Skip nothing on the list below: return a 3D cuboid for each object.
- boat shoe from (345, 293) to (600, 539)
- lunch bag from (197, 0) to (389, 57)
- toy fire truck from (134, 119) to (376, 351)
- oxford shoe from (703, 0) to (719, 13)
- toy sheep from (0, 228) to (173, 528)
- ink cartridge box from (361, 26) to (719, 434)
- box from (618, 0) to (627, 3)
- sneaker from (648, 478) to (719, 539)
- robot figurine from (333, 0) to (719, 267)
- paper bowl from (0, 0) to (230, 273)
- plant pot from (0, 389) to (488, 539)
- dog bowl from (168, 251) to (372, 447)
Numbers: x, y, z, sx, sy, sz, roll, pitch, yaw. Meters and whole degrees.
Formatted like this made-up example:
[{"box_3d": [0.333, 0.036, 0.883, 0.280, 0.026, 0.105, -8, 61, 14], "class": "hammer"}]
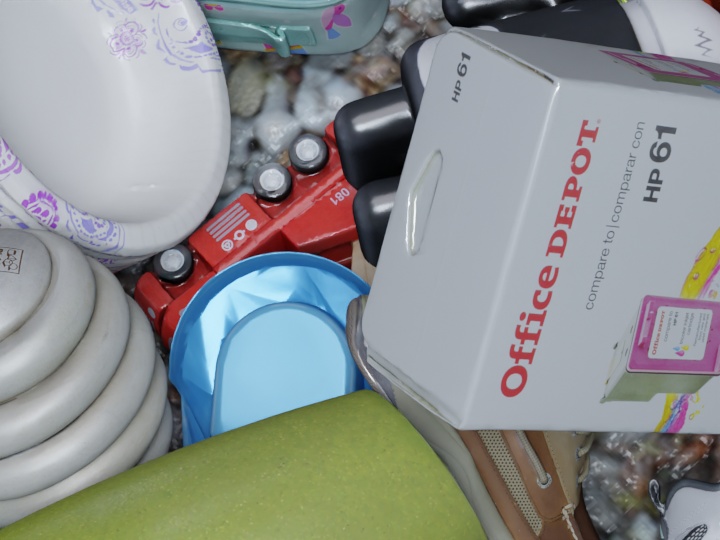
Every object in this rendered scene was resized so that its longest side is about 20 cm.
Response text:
[{"box_3d": [0.073, 0.080, 0.920, 0.072, 0.201, 0.076, -35, 20, 6], "class": "boat shoe"}, {"box_3d": [-0.071, -0.198, 1.132, 0.198, 0.077, 0.162, 5, 63, 12], "class": "lunch bag"}, {"box_3d": [0.000, 0.000, 1.038, 0.200, 0.049, 0.141, -40, 66, -11], "class": "toy fire truck"}, {"box_3d": [0.205, -0.136, 0.982, 0.072, 0.072, 0.200, -18, 36, -7], "class": "oxford shoe"}, {"box_3d": [-0.154, 0.048, 0.911, 0.137, 0.201, 0.139, -13, 46, 14], "class": "toy sheep"}, {"box_3d": [0.115, -0.012, 0.845, 0.198, 0.146, 0.085, 4, 19, -31], "class": "ink cartridge box"}, {"box_3d": [0.200, -0.217, 1.118, 0.199, 0.048, 0.122, -29, 64, -7], "class": "box"}, {"box_3d": [0.227, 0.102, 0.919, 0.198, 0.078, 0.141, -13, 80, 1], "class": "sneaker"}, {"box_3d": [0.090, -0.059, 0.960, 0.198, 0.152, 0.125, -14, 19, 0], "class": "robot figurine"}, {"box_3d": [-0.166, -0.089, 1.014, 0.104, 0.200, 0.202, -22, 57, 34], "class": "paper bowl"}, {"box_3d": [-0.050, 0.144, 0.858, 0.199, 0.188, 0.187, -36, 64, -13], "class": "plant pot"}, {"box_3d": [-0.036, 0.094, 0.968, 0.110, 0.050, 0.202, 3, 81, 7], "class": "dog bowl"}]
